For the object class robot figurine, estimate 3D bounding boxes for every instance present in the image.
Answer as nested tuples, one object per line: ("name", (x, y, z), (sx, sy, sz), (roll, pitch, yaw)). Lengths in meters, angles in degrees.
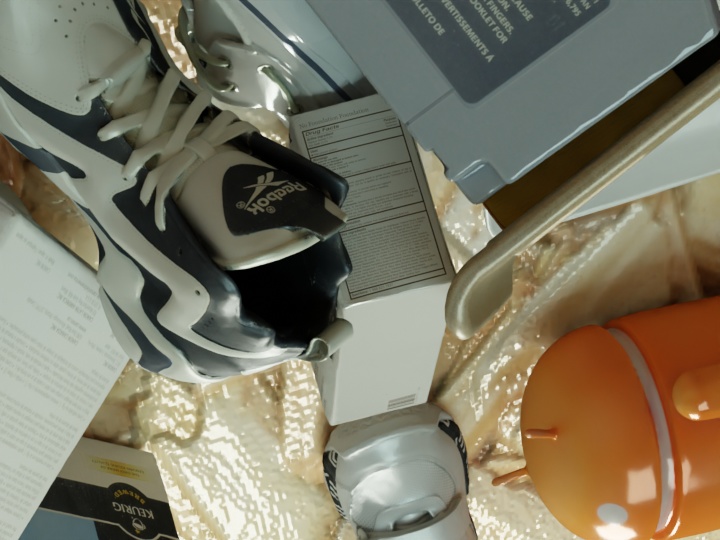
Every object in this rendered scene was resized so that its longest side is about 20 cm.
("robot figurine", (0.166, 0.074, 1.294), (0.199, 0.144, 0.117), (-11, 114, -15))

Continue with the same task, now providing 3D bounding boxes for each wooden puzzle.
("wooden puzzle", (0.109, -0.059, 1.015), (0.200, 0.037, 0.185), (-43, 178, 10))

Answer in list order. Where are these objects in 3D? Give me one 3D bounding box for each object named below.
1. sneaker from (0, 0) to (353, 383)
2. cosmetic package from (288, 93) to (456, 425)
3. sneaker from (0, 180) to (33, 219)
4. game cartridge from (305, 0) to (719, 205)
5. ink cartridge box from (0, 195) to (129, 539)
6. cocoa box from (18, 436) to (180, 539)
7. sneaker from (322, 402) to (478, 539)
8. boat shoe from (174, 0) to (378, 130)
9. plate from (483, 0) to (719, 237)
("sneaker", (-0.062, -0.043, 0.951), (0.079, 0.129, 0.200), (-34, 115, -36))
("cosmetic package", (0.000, 0.000, 1.084), (0.050, 0.083, 0.200), (-13, 164, -6))
("sneaker", (-0.195, -0.009, 1.025), (0.074, 0.082, 0.200), (-37, 142, 22))
("game cartridge", (0.032, -0.137, 0.919), (0.133, 0.042, 0.200), (-36, 100, 15))
("ink cartridge box", (-0.174, 0.072, 1.024), (0.200, 0.050, 0.162), (-56, 159, -5))
("cocoa box", (-0.191, 0.154, 1.197), (0.200, 0.131, 0.133), (17, 130, -42))
("sneaker", (0.038, 0.155, 1.332), (0.075, 0.115, 0.200), (-19, 145, -4))
("boat shoe", (-0.037, -0.090, 1.007), (0.067, 0.074, 0.200), (-33, 144, 11))
("plate", (0.139, -0.109, 1.111), (0.199, 0.032, 0.200), (-17, 144, -6))
